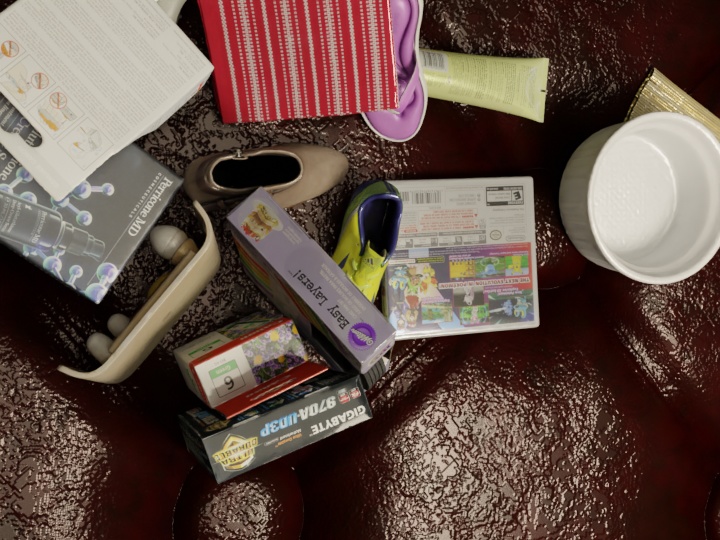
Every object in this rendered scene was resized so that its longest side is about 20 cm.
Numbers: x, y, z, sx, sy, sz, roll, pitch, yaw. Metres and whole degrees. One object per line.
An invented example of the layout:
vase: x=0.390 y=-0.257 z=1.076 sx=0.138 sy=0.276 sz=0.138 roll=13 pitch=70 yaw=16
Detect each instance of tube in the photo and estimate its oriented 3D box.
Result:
tube: x=0.134 y=-0.222 z=1.093 sx=0.199 sy=0.052 sz=0.058 roll=2 pitch=135 yaw=-22

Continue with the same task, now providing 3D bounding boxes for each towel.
towel: x=-0.063 y=-0.227 z=0.963 sx=0.198 sy=0.023 sz=0.146 roll=-3 pitch=121 yaw=7

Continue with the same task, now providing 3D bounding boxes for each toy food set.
toy food set: x=-0.214 y=0.027 z=0.923 sx=0.060 sy=0.144 sz=0.200 roll=39 pitch=79 yaw=1

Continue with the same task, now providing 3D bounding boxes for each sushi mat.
sushi mat: x=0.431 y=-0.171 z=1.213 sx=0.199 sy=0.012 sz=0.096 roll=31 pitch=82 yaw=-17

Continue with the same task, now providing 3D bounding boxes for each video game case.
video game case: x=0.117 y=-0.017 z=1.101 sx=0.198 sy=0.023 sz=0.184 roll=-4 pitch=92 yaw=-20

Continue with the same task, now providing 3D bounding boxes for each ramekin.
ramekin: x=0.339 y=-0.088 z=1.131 sx=0.199 sy=0.098 sz=0.202 roll=-1 pitch=95 yaw=-18

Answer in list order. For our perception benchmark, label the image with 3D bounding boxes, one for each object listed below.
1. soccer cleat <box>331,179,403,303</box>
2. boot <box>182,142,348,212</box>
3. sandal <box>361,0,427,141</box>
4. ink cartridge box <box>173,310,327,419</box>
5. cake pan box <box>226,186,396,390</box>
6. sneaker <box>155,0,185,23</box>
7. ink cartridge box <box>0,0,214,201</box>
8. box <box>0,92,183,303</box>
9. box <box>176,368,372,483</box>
soccer cleat: x=-0.001 y=-0.001 z=1.021 sx=0.064 sy=0.084 sz=0.202 roll=11 pitch=97 yaw=-21
boot: x=-0.085 y=-0.100 z=0.962 sx=0.199 sy=0.146 sz=0.071 roll=-15 pitch=94 yaw=-19
sandal: x=0.029 y=-0.216 z=0.999 sx=0.082 sy=0.050 sz=0.204 roll=0 pitch=134 yaw=7
ink cartridge box: x=-0.114 y=0.088 z=0.926 sx=0.108 sy=0.200 sz=0.051 roll=-25 pitch=99 yaw=-17
cake pan box: x=-0.044 y=0.030 z=0.927 sx=0.052 sy=0.184 sz=0.200 roll=-42 pitch=79 yaw=-10
sneaker: x=-0.223 y=-0.234 z=0.958 sx=0.079 sy=0.074 sz=0.200 roll=42 pitch=84 yaw=-25
ink cartridge box: x=-0.260 y=-0.181 z=0.863 sx=0.162 sy=0.050 sz=0.200 roll=48 pitch=72 yaw=-9
box: x=-0.300 y=-0.083 z=0.908 sx=0.199 sy=0.107 sz=0.149 roll=36 pitch=79 yaw=-17
box: x=-0.093 y=0.146 z=0.935 sx=0.158 sy=0.200 sz=0.046 roll=-20 pitch=94 yaw=-18
